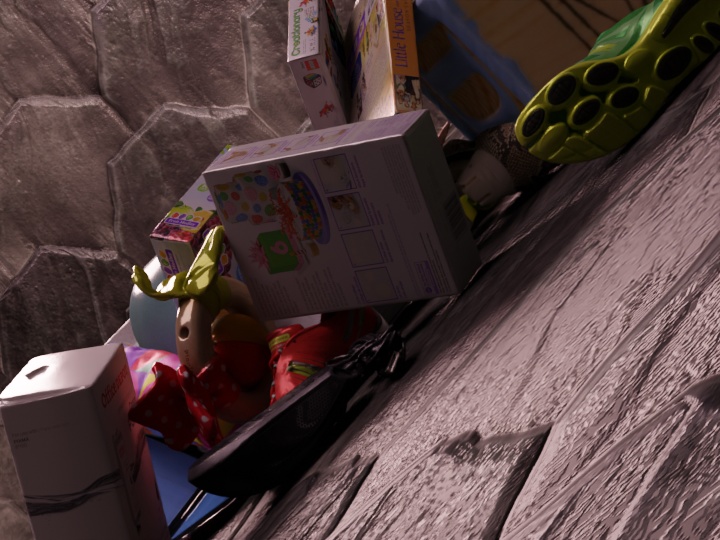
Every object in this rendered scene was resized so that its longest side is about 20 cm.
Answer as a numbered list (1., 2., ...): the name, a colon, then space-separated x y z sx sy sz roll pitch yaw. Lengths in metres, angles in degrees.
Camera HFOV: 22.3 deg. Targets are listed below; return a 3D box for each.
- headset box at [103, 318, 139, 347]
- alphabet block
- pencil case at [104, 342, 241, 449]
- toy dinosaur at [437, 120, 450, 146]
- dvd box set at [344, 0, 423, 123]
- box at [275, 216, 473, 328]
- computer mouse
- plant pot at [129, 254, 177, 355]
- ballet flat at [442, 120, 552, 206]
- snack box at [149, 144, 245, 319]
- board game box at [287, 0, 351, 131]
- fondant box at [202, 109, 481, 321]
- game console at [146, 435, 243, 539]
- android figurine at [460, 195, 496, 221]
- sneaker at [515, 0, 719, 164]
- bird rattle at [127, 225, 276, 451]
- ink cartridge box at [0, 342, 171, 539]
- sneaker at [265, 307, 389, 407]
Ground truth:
1. headset box: -0.168 0.098 1.989 0.200 0.173 0.093 -48 -38 -23
2. alphabet block: 0.166 -0.228 1.679 0.200 0.196 0.195 -46 5 -15
3. pencil case: -0.176 0.116 1.701 0.199 0.089 0.088 6 44 46
4. toy dinosaur: 0.022 -0.066 1.825 0.198 0.086 0.136 -26 41 -8
5. dvd box set: 0.019 -0.175 1.636 0.147 0.029 0.202 111 158 -54
6. box: 0.000 0.000 1.673 0.201 0.060 0.117 -51 32 -3
7. computer mouse: -0.044 0.121 1.437 0.199 0.053 0.138 -36 3 -9
8. plant pot: -0.154 0.041 1.850 0.134 0.202 0.200 7 38 32
9. ballet flat: 0.109 -0.088 1.667 0.075 0.068 0.200 -40 12 -16
10. snack box: -0.116 0.005 1.724 0.052 0.201 0.143 8 43 29
11. board game box: -0.025 -0.168 1.737 0.034 0.201 0.127 -11 44 10
12. fondant box: -0.016 -0.043 1.516 0.198 0.146 0.058 -9 24 29
13. game console: -0.161 0.173 1.685 0.200 0.171 0.120 -51 -20 -58
14. android figurine: 0.082 -0.049 1.862 0.182 0.041 0.200 -45 7 31
15. sneaker: 0.200 -0.145 1.390 0.199 0.074 0.084 -37 4 -14
16. bird rattle: -0.117 0.068 1.564 0.112 0.202 0.162 -29 -30 29
17. ink cartridge box: -0.222 0.176 1.510 0.082 0.202 0.147 -11 11 5
18. sneaker: -0.055 0.092 1.552 0.200 0.085 0.077 -49 4 -37
